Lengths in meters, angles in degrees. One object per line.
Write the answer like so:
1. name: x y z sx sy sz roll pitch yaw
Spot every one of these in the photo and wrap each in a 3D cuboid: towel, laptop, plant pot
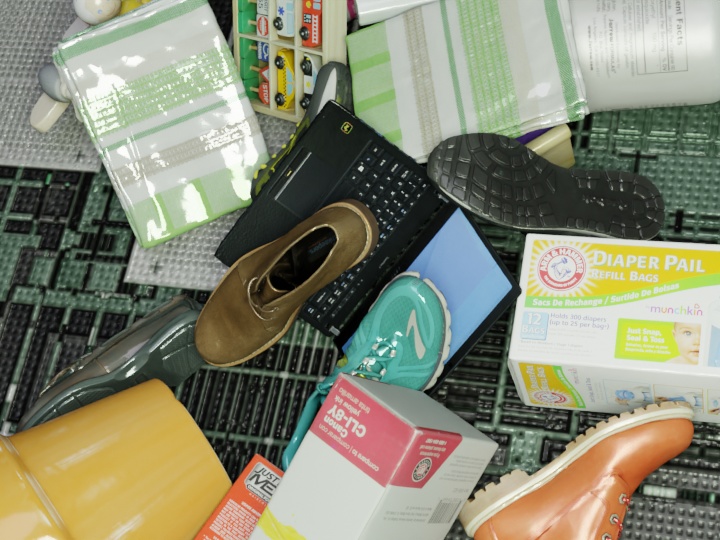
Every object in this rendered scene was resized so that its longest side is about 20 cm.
1. towel: -0.173 -0.137 1.264 0.148 0.031 0.202 -22 102 4
2. laptop: 0.000 0.000 1.140 0.199 0.104 0.178 36 113 -12
3. plant pot: -0.203 0.187 1.104 0.182 0.201 0.200 -33 60 -16
4. towel: 0.087 -0.165 1.177 0.198 0.031 0.151 -16 62 19

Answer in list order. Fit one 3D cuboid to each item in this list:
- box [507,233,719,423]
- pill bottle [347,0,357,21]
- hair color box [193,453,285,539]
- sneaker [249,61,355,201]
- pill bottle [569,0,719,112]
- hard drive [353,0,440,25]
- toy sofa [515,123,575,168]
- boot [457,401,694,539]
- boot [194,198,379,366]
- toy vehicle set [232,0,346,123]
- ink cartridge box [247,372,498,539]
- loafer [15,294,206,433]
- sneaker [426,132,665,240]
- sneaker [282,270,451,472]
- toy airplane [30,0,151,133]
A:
1. box: 0.224 0.047 1.104 0.197 0.102 0.114 3 65 16
2. pill bottle: 0.035 -0.332 1.334 0.199 0.114 0.114 -32 61 -2
3. hair color box: -0.105 0.253 1.090 0.061 0.102 0.201 30 74 25
4. sneaker: -0.056 -0.086 1.228 0.084 0.074 0.203 15 94 24
5. pill bottle: 0.269 -0.199 1.206 0.197 0.115 0.116 -3 64 13
6. hard drive: 0.082 -0.298 1.247 0.197 0.026 0.134 -12 71 -2
7. toy sofa: 0.106 -0.167 1.243 0.082 0.098 0.201 -29 60 0
8. boot: 0.183 0.181 1.071 0.199 0.075 0.108 -33 63 7
9. boot: -0.076 0.015 1.133 0.200 0.075 0.074 -40 85 27
10. toy vehicle set: -0.065 -0.238 1.270 0.123 0.203 0.026 18 27 40
11. ink cartridge box: -0.003 0.188 1.037 0.083 0.145 0.202 32 96 29
12. loafer: -0.215 0.093 1.226 0.199 0.072 0.063 -33 41 -11
13. sneaker: 0.141 -0.047 1.151 0.197 0.088 0.077 15 66 -10
14. sneaker: 0.004 0.092 1.104 0.077 0.079 0.201 37 111 16
15. toy airplane: -0.232 -0.242 1.342 0.197 0.141 0.203 -11 68 20
